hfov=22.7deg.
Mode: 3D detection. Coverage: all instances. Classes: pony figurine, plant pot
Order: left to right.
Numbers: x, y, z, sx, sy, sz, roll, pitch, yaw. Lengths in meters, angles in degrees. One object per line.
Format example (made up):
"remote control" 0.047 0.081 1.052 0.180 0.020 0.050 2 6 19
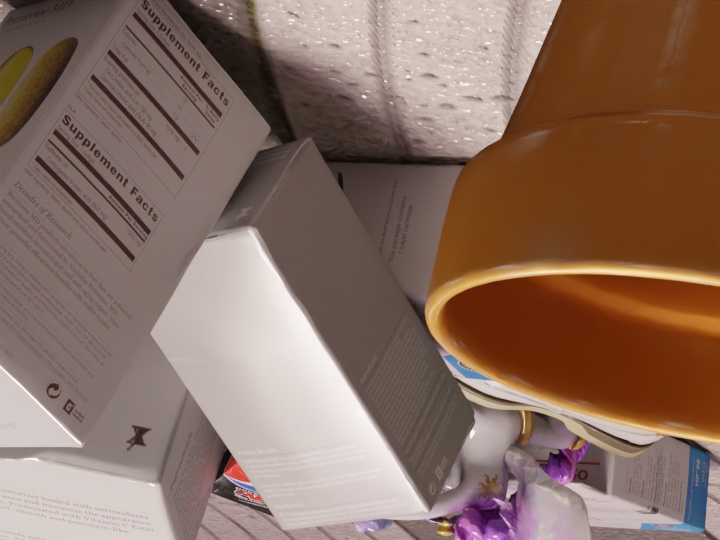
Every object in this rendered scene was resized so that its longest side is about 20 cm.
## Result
"pony figurine" 0.086 0.144 1.235 0.199 0.194 0.166 13 174 -26
"plant pot" 0.138 -0.050 0.657 0.199 0.184 0.200 11 163 4

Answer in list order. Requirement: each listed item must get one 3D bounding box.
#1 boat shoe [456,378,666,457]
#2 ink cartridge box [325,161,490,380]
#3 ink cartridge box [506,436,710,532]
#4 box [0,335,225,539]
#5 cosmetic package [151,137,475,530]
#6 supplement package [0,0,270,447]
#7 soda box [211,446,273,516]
"boat shoe" 0.128 0.058 1.191 0.199 0.075 0.068 21 140 -19
"ink cartridge box" 0.000 0.000 1.060 0.199 0.085 0.145 4 160 26
"ink cartridge box" 0.180 0.154 1.411 0.115 0.067 0.200 -2 162 38
"box" -0.186 0.066 1.158 0.198 0.201 0.131 10 146 10
"cosmetic package" -0.034 0.038 0.953 0.106 0.090 0.201 -10 120 33
"supplement package" -0.152 -0.028 0.856 0.113 0.201 0.110 -6 136 42
"soda box" -0.046 0.109 1.163 0.063 0.071 0.200 22 160 -8
